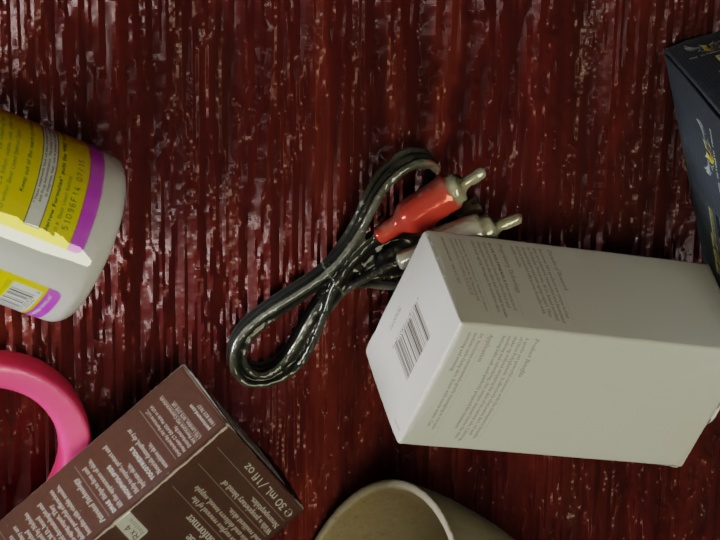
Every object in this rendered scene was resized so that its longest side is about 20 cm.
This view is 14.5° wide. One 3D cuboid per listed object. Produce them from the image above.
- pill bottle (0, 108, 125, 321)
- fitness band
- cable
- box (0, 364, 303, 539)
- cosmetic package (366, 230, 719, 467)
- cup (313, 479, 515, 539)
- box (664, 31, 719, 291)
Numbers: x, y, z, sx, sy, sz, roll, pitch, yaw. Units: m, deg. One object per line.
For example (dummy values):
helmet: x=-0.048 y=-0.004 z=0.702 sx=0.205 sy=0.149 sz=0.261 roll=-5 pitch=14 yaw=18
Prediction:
pill bottle: x=-0.239 y=-0.051 z=1.587 sx=0.199 sy=0.104 sz=0.105 roll=22 pitch=108 yaw=-21
fitness band: x=-0.245 y=0.137 z=1.711 sx=0.143 sy=0.037 sz=0.201 roll=22 pitch=109 yaw=-22
cable: x=0.000 y=0.000 z=1.694 sx=0.199 sy=0.050 sz=0.097 roll=-32 pitch=123 yaw=1
box: x=-0.144 y=0.163 z=1.700 sx=0.200 sy=0.075 sz=0.100 roll=-40 pitch=133 yaw=0
cosmetic package: x=0.118 y=0.050 z=1.700 sx=0.199 sy=0.085 sz=0.108 roll=6 pitch=131 yaw=-26
cup: x=0.061 y=0.242 z=1.755 sx=0.143 sy=0.200 sz=0.201 roll=15 pitch=111 yaw=-32
box: x=0.241 y=-0.023 z=1.681 sx=0.051 sy=0.158 sz=0.201 roll=-16 pitch=118 yaw=-5
